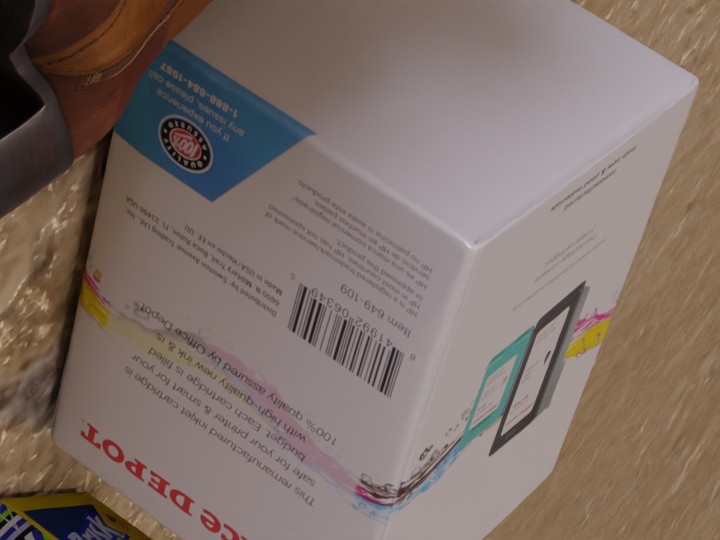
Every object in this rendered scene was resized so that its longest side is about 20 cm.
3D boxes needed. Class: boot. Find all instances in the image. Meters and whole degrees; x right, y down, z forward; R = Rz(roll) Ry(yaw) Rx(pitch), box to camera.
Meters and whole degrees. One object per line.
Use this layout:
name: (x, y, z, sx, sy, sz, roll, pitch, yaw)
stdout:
boot: (-0.050, -0.124, 0.770, 0.200, 0.068, 0.188, -45, 156, -28)

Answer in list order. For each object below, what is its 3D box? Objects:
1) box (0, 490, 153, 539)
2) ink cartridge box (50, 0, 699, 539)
box: (-0.146, 0.186, 1.021, 0.200, 0.064, 0.070, -61, 159, 11)
ink cartridge box: (0.000, 0.000, 0.951, 0.146, 0.147, 0.200, -36, 152, -44)
